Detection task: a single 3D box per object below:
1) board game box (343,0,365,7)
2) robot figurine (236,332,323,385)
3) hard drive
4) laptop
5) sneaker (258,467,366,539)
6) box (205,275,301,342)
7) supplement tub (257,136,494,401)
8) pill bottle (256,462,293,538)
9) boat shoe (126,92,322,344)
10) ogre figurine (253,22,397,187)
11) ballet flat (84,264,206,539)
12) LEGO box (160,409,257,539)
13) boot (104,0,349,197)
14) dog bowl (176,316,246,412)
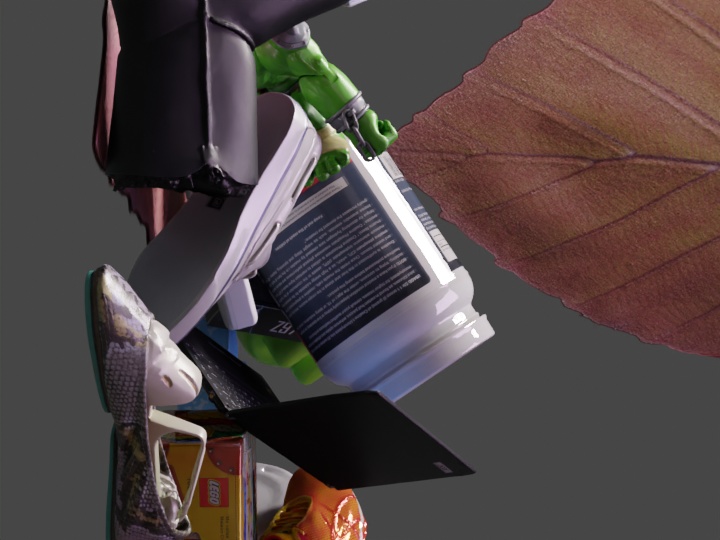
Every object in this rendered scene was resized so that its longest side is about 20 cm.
[{"bbox_3d":[-0.068,-0.335,1.618,0.199,0.041,0.201,25,-48,48],"label":"board game box"},{"bbox_3d":[-0.076,0.004,1.758,0.175,0.116,0.200,42,14,-54],"label":"robot figurine"},{"bbox_3d":[-0.118,-0.074,1.418,0.132,0.026,0.201,-115,-169,-57],"label":"hard drive"},{"bbox_3d":[-0.037,0.085,1.444,0.200,0.103,0.177,52,5,36],"label":"laptop"},{"bbox_3d":[-0.041,0.209,1.492,0.077,0.073,0.200,59,18,-29],"label":"sneaker"},{"bbox_3d":[-0.062,-0.036,1.643,0.044,0.160,0.201,-45,-136,43],"label":"box"},{"bbox_3d":[0.000,0.000,1.523,0.201,0.140,0.140,57,-1,4],"label":"supplement tub"},{"bbox_3d":[-0.096,0.273,1.639,0.111,0.111,0.201,-87,176,-65],"label":"pill bottle"},{"bbox_3d":[-0.087,-0.023,1.326,0.200,0.073,0.065,-56,140,-9],"label":"boat shoe"},{"bbox_3d":[-0.066,-0.133,1.428,0.120,0.098,0.200,59,-10,-24],"label":"ogre figurine"},{"bbox_3d":[-0.131,0.087,1.213,0.072,0.072,0.201,-87,176,-65],"label":"ballet flat"},{"bbox_3d":[-0.118,0.213,1.445,0.149,0.077,0.201,-79,169,-84],"label":"LEGO box"},{"bbox_3d":[-0.080,-0.133,1.288,0.076,0.199,0.169,3,-84,55],"label":"boot"},{"bbox_3d":[-0.127,0.099,1.666,0.201,0.049,0.112,87,3,-50],"label":"dog bowl"}]
